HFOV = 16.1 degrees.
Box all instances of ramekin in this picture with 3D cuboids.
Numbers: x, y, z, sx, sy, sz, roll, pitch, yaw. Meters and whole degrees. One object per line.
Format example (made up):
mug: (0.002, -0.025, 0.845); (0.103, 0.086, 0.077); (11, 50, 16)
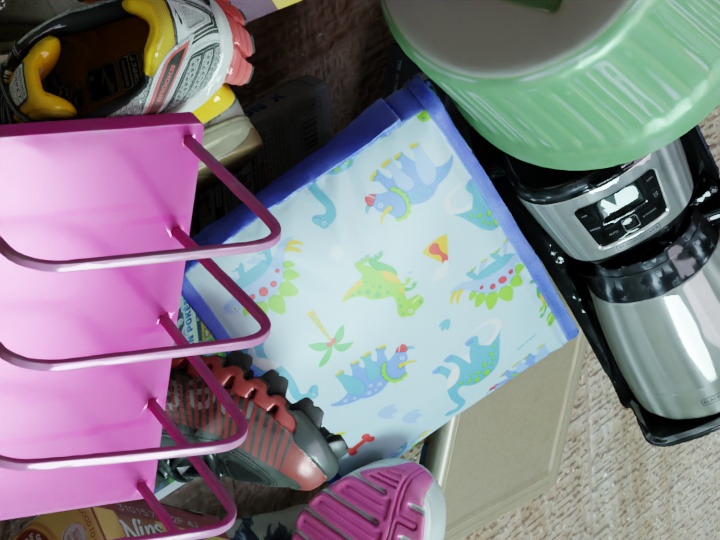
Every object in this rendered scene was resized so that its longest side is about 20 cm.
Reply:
ramekin: (0.104, -0.161, 1.291); (0.098, 0.199, 0.201); (28, 86, -55)

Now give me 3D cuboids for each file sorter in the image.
file sorter: (-0.123, 0.050, 1.124); (0.138, 0.125, 0.201); (-6, 120, -29)

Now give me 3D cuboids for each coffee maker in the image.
coffee maker: (0.148, -0.027, 1.457); (0.135, 0.192, 0.201); (-40, 121, -14)

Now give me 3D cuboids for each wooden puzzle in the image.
wooden puzzle: (0.087, 0.072, 1.564); (0.200, 0.037, 0.186); (-26, 132, -56)

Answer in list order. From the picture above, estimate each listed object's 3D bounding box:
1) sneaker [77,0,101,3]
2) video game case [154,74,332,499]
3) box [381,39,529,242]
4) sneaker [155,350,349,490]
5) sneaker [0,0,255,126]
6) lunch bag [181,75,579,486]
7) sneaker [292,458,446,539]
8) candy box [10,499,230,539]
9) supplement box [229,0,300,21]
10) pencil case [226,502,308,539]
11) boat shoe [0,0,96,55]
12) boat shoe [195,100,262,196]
sneaker: (-0.077, -0.194, 1.124); (0.078, 0.076, 0.200); (-10, 160, -26)
video game case: (-0.079, 0.013, 1.427); (0.182, 0.022, 0.201); (-32, 131, -37)
box: (0.063, -0.045, 1.530); (0.157, 0.051, 0.201); (-14, 118, -54)
sneaker: (-0.106, 0.078, 1.280); (0.098, 0.199, 0.071); (-61, 160, -21)
sneaker: (-0.151, -0.080, 1.184); (0.199, 0.078, 0.082); (-29, 163, 20)
lunch bag: (0.000, 0.000, 1.361); (0.170, 0.128, 0.200); (-36, 146, 0)
sneaker: (0.011, 0.173, 1.427); (0.088, 0.081, 0.201); (-26, 150, -40)
candy box: (-0.167, 0.195, 1.309); (0.200, 0.057, 0.116); (-42, 147, 19)
supplement box: (-0.058, -0.231, 1.217); (0.130, 0.104, 0.200); (-21, 138, 12)
pencil case: (-0.066, 0.185, 1.483); (0.199, 0.078, 0.090); (-11, 145, -47)
boat shoe: (-0.166, -0.136, 1.212); (0.200, 0.063, 0.074); (0, 108, -50)
boat shoe: (-0.147, -0.048, 1.284); (0.199, 0.065, 0.072); (-26, 173, -23)
